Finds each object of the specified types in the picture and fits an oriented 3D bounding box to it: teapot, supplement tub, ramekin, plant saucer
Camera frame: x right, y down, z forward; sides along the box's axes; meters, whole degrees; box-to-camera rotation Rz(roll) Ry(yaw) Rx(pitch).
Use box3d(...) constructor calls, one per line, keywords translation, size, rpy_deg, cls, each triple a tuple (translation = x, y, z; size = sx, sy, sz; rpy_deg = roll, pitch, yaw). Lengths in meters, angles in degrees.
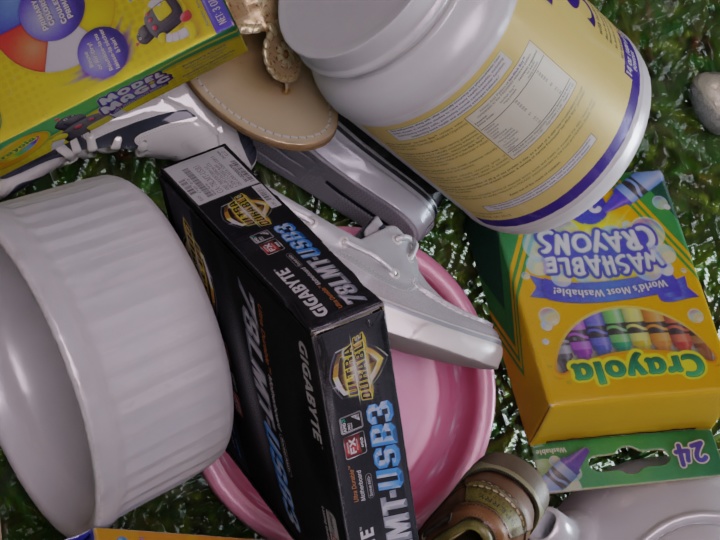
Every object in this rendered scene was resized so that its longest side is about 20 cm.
box3d(translation=(0.205, 0.210, 1.483), size=(0.199, 0.146, 0.199), rpy_deg=(-18, 91, -13), cls="teapot")
box3d(translation=(0.061, -0.126, 1.398), size=(0.200, 0.145, 0.146), rpy_deg=(36, 76, -40), cls="supplement tub")
box3d(translation=(-0.153, 0.043, 1.366), size=(0.097, 0.200, 0.202), rpy_deg=(-22, 93, -23), cls="ramekin")
box3d(translation=(-0.016, 0.075, 1.479), size=(0.199, 0.051, 0.202), rpy_deg=(1, 87, -16), cls="plant saucer")

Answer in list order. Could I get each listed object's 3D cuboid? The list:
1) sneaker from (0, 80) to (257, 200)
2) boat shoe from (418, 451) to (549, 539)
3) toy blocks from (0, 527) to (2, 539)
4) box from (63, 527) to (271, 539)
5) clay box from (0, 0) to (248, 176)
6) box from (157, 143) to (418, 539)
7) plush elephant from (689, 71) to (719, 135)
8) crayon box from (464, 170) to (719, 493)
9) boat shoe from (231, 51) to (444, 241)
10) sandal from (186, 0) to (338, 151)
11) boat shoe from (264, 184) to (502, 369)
box3d(translation=(-0.171, -0.075, 1.426), size=(0.198, 0.079, 0.130), rpy_deg=(32, 80, -13), cls="sneaker")
box3d(translation=(0.044, 0.191, 1.423), size=(0.072, 0.201, 0.068), rpy_deg=(30, 41, 10), cls="boat shoe")
box3d(translation=(-0.287, 0.130, 1.380), size=(0.198, 0.100, 0.138), rpy_deg=(-4, 76, -18), cls="toy blocks")
box3d(translation=(-0.111, 0.194, 1.379), size=(0.199, 0.119, 0.042), rpy_deg=(7, 54, -35), cls="box")
box3d(translation=(-0.178, -0.135, 1.362), size=(0.199, 0.048, 0.116), rpy_deg=(-27, 74, 0), cls="clay box")
box3d(translation=(-0.037, 0.060, 1.307), size=(0.049, 0.199, 0.201), rpy_deg=(-21, 126, -16), cls="box")
box3d(translation=(0.348, -0.108, 1.547), size=(0.199, 0.155, 0.165), rpy_deg=(-34, 97, -16), cls="plush elephant")
box3d(translation=(0.151, 0.034, 1.483), size=(0.125, 0.052, 0.201), rpy_deg=(-4, 57, -17), cls="crayon box")
box3d(translation=(-0.029, -0.097, 1.484), size=(0.200, 0.072, 0.071), rpy_deg=(38, 60, -15), cls="boat shoe")
box3d(translation=(-0.082, -0.166, 1.406), size=(0.077, 0.070, 0.212), rpy_deg=(-25, 65, -28), cls="sandal")
box3d(translation=(0.000, 0.000, 1.432), size=(0.199, 0.072, 0.069), rpy_deg=(22, 81, -5), cls="boat shoe")
